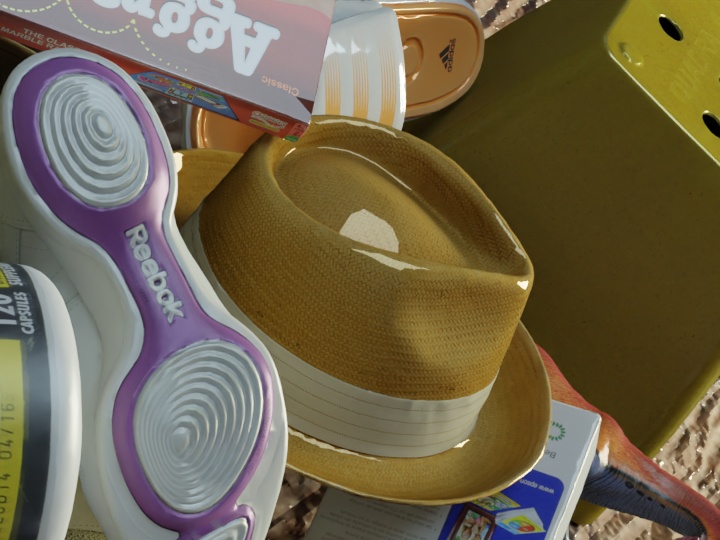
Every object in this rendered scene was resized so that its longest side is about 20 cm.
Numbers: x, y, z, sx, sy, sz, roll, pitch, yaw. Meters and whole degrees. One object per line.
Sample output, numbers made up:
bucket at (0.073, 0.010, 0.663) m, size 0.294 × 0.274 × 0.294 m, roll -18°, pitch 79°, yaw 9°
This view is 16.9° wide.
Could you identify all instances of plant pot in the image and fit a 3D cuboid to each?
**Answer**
plant pot at (0.124, -0.036, 1.196) m, size 0.200 × 0.176 × 0.200 m, roll 45°, pitch 33°, yaw -6°

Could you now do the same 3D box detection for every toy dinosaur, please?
toy dinosaur at (0.078, 0.073, 1.050) m, size 0.180 × 0.201 × 0.105 m, roll 8°, pitch 10°, yaw 19°

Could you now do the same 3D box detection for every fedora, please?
fedora at (0.000, 0.000, 0.950) m, size 0.200 × 0.082 × 0.201 m, roll 21°, pitch 37°, yaw -17°

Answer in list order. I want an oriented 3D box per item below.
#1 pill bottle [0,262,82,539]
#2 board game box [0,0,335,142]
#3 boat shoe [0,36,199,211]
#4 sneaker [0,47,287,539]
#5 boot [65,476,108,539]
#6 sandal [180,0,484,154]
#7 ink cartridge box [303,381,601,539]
pill bottle at (-0.197, 0.049, 0.774) m, size 0.199 × 0.112 × 0.113 m, roll 3°, pitch 51°, yaw -24°
board game box at (-0.103, -0.128, 0.919) m, size 0.199 × 0.019 × 0.104 m, roll 19°, pitch 63°, yaw -15°
boat shoe at (-0.116, -0.031, 1.030) m, size 0.200 × 0.071 × 0.065 m, roll 40°, pitch -1°, yaw -12°
sneaker at (-0.086, 0.024, 0.870) m, size 0.074 × 0.100 × 0.201 m, roll -16°, pitch 87°, yaw -28°
boot at (-0.084, 0.082, 0.931) m, size 0.199 × 0.073 × 0.156 m, roll 12°, pitch 46°, yaw -39°
sandal at (0.005, -0.087, 1.079) m, size 0.059 × 0.080 × 0.206 m, roll 19°, pitch 26°, yaw 37°
ink cartridge box at (0.021, 0.128, 0.969) m, size 0.094 × 0.037 × 0.201 m, roll 17°, pitch 54°, yaw 12°
